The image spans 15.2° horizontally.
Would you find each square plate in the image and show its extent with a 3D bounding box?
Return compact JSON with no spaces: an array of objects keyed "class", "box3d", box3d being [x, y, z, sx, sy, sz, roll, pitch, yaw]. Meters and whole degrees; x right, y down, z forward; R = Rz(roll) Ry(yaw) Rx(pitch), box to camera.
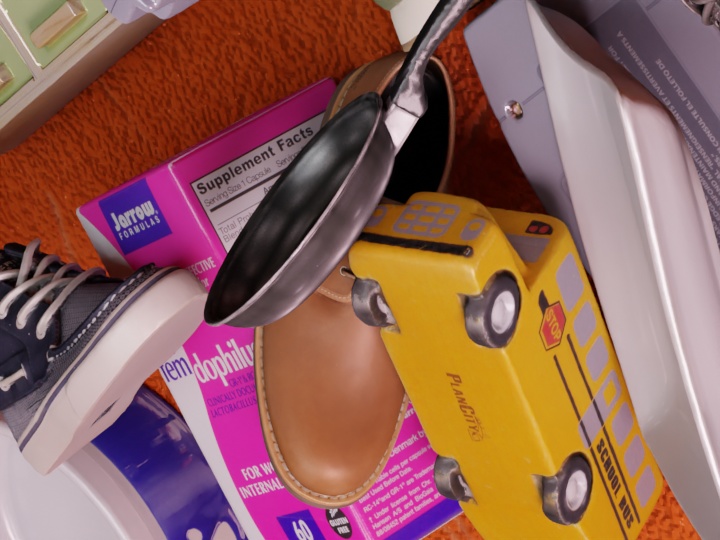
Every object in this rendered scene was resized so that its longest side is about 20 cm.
[{"class":"square plate","box3d":[0.112,0.003,1.020,0.198,0.028,0.200,-109,3,-74]}]

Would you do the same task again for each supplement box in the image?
[{"class":"supplement box","box3d":[-0.026,0.029,1.224,0.101,0.103,0.200,-22,96,57]}]

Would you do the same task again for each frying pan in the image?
[{"class":"frying pan","box3d":[-0.001,-0.052,1.084,0.031,0.190,0.115,37,176,-14]}]

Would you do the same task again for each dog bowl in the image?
[{"class":"dog bowl","box3d":[-0.150,0.151,1.435,0.200,0.079,0.200,22,127,32]}]

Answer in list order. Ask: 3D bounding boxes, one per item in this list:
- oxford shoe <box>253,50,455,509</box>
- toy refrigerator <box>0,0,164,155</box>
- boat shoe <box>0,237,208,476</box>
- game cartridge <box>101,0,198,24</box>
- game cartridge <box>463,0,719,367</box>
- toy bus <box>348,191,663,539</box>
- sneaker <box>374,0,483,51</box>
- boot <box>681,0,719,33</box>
[{"class":"oxford shoe","box3d":[0.000,0.000,1.137,0.071,0.071,0.200,152,129,-74]},{"class":"toy refrigerator","box3d":[-0.162,-0.118,1.297,0.200,0.070,0.076,-32,90,47]},{"class":"boat shoe","box3d":[-0.136,0.022,1.203,0.093,0.075,0.200,49,149,3]},{"class":"game cartridge","box3d":[-0.028,-0.193,1.081,0.041,0.133,0.200,45,136,13]},{"class":"game cartridge","box3d":[0.131,-0.044,1.095,0.133,0.040,0.200,-36,87,44]},{"class":"toy bus","box3d":[0.064,0.043,1.127,0.065,0.078,0.200,9,140,35]},{"class":"sneaker","box3d":[0.051,-0.169,1.071,0.090,0.067,0.200,54,139,1]},{"class":"boot","box3d":[0.128,-0.091,0.933,0.174,0.200,0.069,35,134,-11]}]
